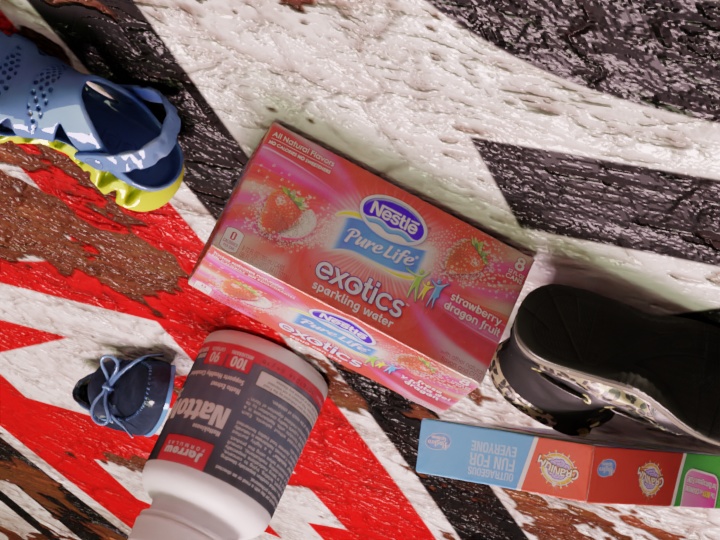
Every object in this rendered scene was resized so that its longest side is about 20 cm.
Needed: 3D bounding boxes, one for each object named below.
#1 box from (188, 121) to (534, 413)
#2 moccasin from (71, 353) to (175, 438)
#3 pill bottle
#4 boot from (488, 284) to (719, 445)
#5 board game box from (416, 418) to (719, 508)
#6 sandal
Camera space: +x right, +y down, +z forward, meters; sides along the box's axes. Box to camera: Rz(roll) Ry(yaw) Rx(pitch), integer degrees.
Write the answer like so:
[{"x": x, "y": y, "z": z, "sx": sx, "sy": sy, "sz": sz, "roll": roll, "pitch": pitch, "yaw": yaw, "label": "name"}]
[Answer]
[{"x": 0.000, "y": 0.000, "z": 1.324, "sx": 0.200, "sy": 0.103, "sz": 0.095, "roll": 28, "pitch": 159, "yaw": -6, "label": "box"}, {"x": -0.231, "y": 0.124, "z": 1.896, "sx": 0.068, "sy": 0.081, "sz": 0.200, "roll": 19, "pitch": 161, "yaw": -18, "label": "moccasin"}, {"x": -0.119, "y": 0.164, "z": 1.705, "sx": 0.119, "sy": 0.200, "sz": 0.120, "roll": 21, "pitch": 159, "yaw": 9, "label": "pill bottle"}, {"x": 0.183, "y": 0.078, "z": 1.349, "sx": 0.200, "sy": 0.073, "sz": 0.151, "roll": 19, "pitch": 164, "yaw": -5, "label": "boot"}, {"x": 0.161, "y": 0.142, "z": 1.460, "sx": 0.153, "sy": 0.040, "sz": 0.200, "roll": 6, "pitch": 177, "yaw": 41, "label": "board game box"}, {"x": -0.196, "y": -0.113, "z": 1.317, "sx": 0.200, "sy": 0.080, "sz": 0.087, "roll": 23, "pitch": 157, "yaw": -18, "label": "sandal"}]
